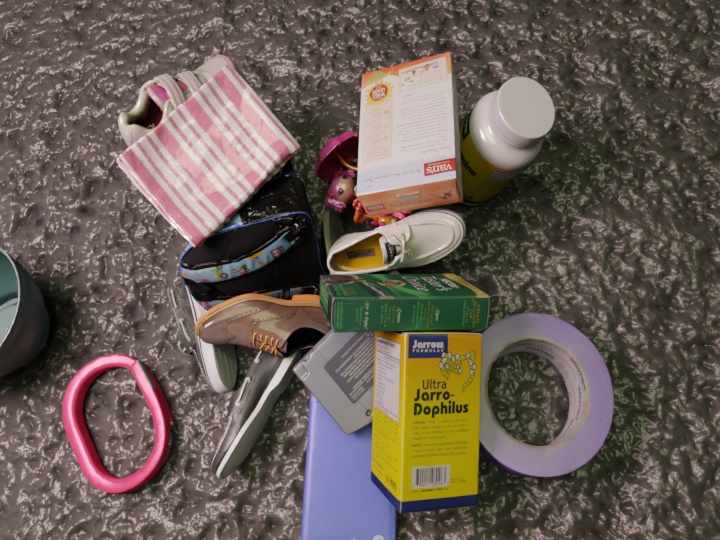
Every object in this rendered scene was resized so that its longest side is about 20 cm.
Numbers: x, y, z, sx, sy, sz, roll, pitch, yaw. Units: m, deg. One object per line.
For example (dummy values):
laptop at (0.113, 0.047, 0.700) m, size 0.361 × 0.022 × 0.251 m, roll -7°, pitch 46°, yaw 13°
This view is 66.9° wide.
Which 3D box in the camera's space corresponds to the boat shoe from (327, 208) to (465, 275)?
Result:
boat shoe at (0.045, -0.032, 0.728) m, size 0.192 × 0.070 × 0.074 m, roll -9°, pitch 105°, yaw 15°

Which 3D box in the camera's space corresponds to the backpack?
backpack at (-0.156, -0.031, 0.784) m, size 0.193 × 0.185 × 0.138 m, roll -16°, pitch 51°, yaw -3°

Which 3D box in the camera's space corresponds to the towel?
towel at (-0.187, -0.150, 0.694) m, size 0.147 × 0.030 × 0.200 m, roll 46°, pitch 73°, yaw -6°

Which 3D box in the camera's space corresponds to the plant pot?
plant pot at (-0.557, 0.077, 0.813) m, size 0.192 × 0.135 × 0.208 m, roll -2°, pitch 70°, yaw 5°

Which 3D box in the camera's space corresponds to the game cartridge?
game cartridge at (0.019, 0.115, 0.750) m, size 0.199 × 0.041 × 0.134 m, roll -42°, pitch 99°, yaw -13°

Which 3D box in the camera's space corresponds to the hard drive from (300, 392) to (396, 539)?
hard drive at (-0.013, 0.271, 0.752) m, size 0.126 × 0.025 × 0.208 m, roll 1°, pitch 71°, yaw 5°

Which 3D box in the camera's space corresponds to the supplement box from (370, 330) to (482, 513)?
supplement box at (0.080, 0.177, 0.686) m, size 0.105 × 0.108 × 0.209 m, roll 2°, pitch 90°, yaw -18°

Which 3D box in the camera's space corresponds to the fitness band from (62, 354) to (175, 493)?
fitness band at (-0.355, 0.220, 0.799) m, size 0.141 × 0.038 × 0.203 m, roll -34°, pitch 70°, yaw -4°

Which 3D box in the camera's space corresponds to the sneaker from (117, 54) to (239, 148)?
sneaker at (-0.243, -0.224, 0.739) m, size 0.081 × 0.089 × 0.201 m, roll 38°, pitch 78°, yaw 16°

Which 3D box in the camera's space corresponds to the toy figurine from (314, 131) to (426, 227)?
toy figurine at (0.013, -0.131, 0.834) m, size 0.177 × 0.150 × 0.207 m, roll 12°, pitch 77°, yaw 15°

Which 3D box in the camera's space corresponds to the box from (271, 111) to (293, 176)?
box at (-0.219, -0.176, 0.854) m, size 0.192 × 0.165 × 0.089 m, roll 9°, pitch 71°, yaw 9°

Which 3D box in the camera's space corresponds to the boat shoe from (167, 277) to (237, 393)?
boat shoe at (-0.240, 0.098, 0.819) m, size 0.069 × 0.072 × 0.205 m, roll -27°, pitch 62°, yaw 6°

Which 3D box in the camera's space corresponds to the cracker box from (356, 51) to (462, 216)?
cracker box at (0.066, -0.182, 0.729) m, size 0.129 × 0.058 × 0.207 m, roll -6°, pitch 63°, yaw 19°

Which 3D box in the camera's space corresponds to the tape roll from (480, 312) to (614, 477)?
tape roll at (0.229, 0.168, 0.734) m, size 0.192 × 0.085 × 0.208 m, roll -2°, pitch 71°, yaw 5°

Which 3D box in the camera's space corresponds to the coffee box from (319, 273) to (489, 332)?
coffee box at (0.050, 0.037, 0.683) m, size 0.192 × 0.123 × 0.046 m, roll 1°, pitch 102°, yaw -12°

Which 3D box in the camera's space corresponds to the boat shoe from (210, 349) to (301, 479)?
boat shoe at (-0.157, 0.189, 0.773) m, size 0.059 × 0.076 × 0.203 m, roll 26°, pitch 63°, yaw 13°

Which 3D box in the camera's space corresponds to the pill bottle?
pill bottle at (0.192, -0.182, 0.787) m, size 0.108 × 0.200 × 0.117 m, roll 3°, pitch 74°, yaw -12°

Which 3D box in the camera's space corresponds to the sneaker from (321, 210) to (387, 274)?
sneaker at (0.000, 0.000, 0.830) m, size 0.102 × 0.075 × 0.207 m, roll -10°, pitch 70°, yaw -11°

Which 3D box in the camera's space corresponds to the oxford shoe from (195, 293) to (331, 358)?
oxford shoe at (-0.130, 0.081, 0.756) m, size 0.192 × 0.073 × 0.074 m, roll -7°, pitch 42°, yaw -14°
